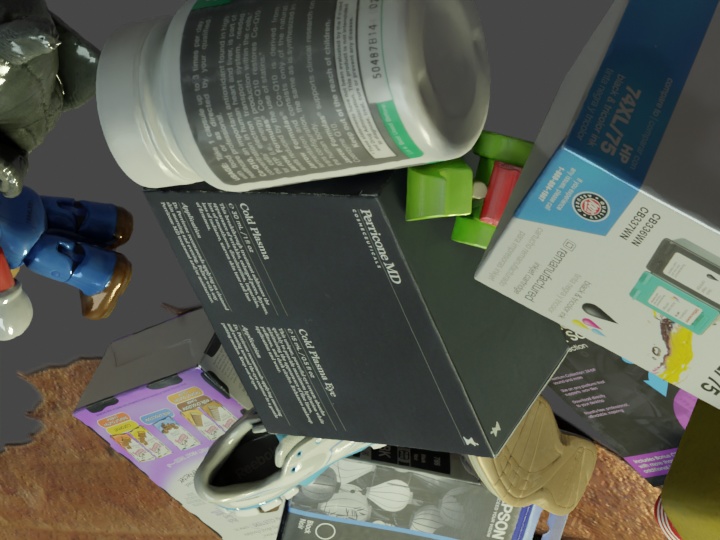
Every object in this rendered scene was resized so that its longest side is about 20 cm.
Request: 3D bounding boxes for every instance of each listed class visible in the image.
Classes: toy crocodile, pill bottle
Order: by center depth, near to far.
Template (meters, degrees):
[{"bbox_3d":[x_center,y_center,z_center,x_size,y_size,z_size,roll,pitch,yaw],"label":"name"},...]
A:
[{"bbox_3d":[-0.039,-0.105,1.339,0.199,0.114,0.113,-7,135,27],"label":"pill bottle"},{"bbox_3d":[0.116,-0.031,1.360,0.198,0.068,0.062,14,-176,-16],"label":"toy crocodile"}]

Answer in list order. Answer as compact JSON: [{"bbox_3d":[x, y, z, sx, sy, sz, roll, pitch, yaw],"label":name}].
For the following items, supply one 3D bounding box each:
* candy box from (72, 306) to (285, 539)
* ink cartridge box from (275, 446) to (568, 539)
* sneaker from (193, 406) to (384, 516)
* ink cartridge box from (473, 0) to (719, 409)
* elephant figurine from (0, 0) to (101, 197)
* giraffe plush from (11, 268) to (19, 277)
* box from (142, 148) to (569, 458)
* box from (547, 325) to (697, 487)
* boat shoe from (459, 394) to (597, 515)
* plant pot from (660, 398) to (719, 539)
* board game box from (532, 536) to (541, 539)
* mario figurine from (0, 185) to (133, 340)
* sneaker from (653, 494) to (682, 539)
[{"bbox_3d":[-0.080,0.121,1.753,0.200,0.072,0.167,43,144,-22],"label":"candy box"},{"bbox_3d":[0.046,0.172,1.678,0.198,0.039,0.100,10,119,-7],"label":"ink cartridge box"},{"bbox_3d":[-0.026,0.097,1.584,0.075,0.200,0.087,53,-172,9],"label":"sneaker"},{"bbox_3d":[0.191,-0.036,1.264,0.199,0.147,0.147,28,148,-1],"label":"ink cartridge box"},{"bbox_3d":[-0.220,-0.117,1.492,0.141,0.156,0.200,-21,144,9],"label":"elephant figurine"},{"bbox_3d":[-0.361,0.004,1.706,0.199,0.163,0.172,35,147,-13],"label":"giraffe plush"},{"bbox_3d":[0.000,0.000,1.459,0.181,0.104,0.201,5,132,39],"label":"box"},{"bbox_3d":[0.174,0.054,1.507,0.200,0.036,0.143,44,144,-22],"label":"box"},{"bbox_3d":[0.094,0.112,1.577,0.064,0.072,0.200,19,175,27],"label":"boat shoe"},{"bbox_3d":[0.289,0.120,1.370,0.199,0.196,0.195,0,139,38],"label":"plant pot"},{"bbox_3d":[0.161,0.238,1.789,0.199,0.024,0.105,10,146,25],"label":"board game box"},{"bbox_3d":[-0.256,-0.029,1.608,0.199,0.107,0.123,21,-167,-26],"label":"mario figurine"},{"bbox_3d":[0.285,0.174,1.589,0.199,0.079,0.115,24,176,-14],"label":"sneaker"}]
